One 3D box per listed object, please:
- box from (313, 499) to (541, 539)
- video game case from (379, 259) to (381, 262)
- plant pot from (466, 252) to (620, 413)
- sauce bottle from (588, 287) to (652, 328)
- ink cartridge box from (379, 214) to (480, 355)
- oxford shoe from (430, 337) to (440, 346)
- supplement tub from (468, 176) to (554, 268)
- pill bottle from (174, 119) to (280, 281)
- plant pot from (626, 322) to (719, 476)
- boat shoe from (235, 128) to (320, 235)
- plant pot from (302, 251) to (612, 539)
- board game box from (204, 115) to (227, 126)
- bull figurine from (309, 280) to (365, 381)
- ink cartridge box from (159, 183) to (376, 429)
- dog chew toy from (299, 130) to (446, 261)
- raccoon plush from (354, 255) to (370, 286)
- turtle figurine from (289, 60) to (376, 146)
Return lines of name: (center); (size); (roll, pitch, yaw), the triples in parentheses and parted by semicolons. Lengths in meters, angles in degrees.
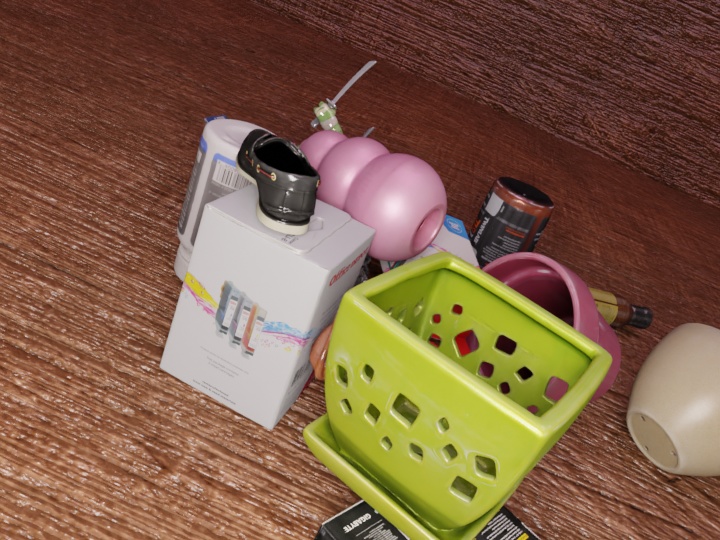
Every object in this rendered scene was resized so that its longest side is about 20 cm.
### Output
box: (0.072, 0.259, 0.658); (0.159, 0.050, 0.199); (40, 30, 27)
video game case: (0.065, -0.004, 1.092); (0.017, 0.144, 0.200); (-20, 22, 13)
plant pot: (0.244, 0.098, 0.976); (0.178, 0.201, 0.200); (24, 19, -40)
sauce bottle: (0.433, 0.070, 1.318); (0.198, 0.066, 0.066); (15, 26, -22)
ink cartridge box: (0.093, 0.009, 0.931); (0.115, 0.067, 0.201); (18, 39, -29)
oxford shoe: (0.088, 0.130, 0.902); (0.200, 0.072, 0.071); (38, 32, 25)
supplement tub: (0.224, -0.042, 1.195); (0.106, 0.201, 0.107); (19, 24, -9)
pill bottle: (-0.167, -0.077, 0.935); (0.113, 0.201, 0.114); (18, 26, -9)
plant pot: (0.433, 0.190, 0.973); (0.134, 0.201, 0.200); (-29, 47, -16)
boat shoe: (-0.085, -0.109, 0.768); (0.073, 0.064, 0.202); (7, 26, -20)
plant pot: (0.078, 0.121, 0.664); (0.198, 0.183, 0.199); (34, 27, 22)
board game box: (-0.183, -0.125, 1.091); (0.034, 0.136, 0.200); (-13, 38, -23)
bull figurine: (0.002, 0.084, 0.788); (0.065, 0.122, 0.200); (31, -4, 14)
ink cartridge box: (-0.097, 0.028, 0.788); (0.144, 0.201, 0.145); (27, 25, 10)
dog chew toy: (0.003, -0.099, 0.869); (0.199, 0.125, 0.124); (36, 28, 25)
raccoon plush: (0.000, 0.000, 0.951); (0.096, 0.135, 0.199); (33, -10, -37)
turtle figurine: (-0.060, -0.185, 1.106); (0.192, 0.202, 0.144); (-5, -5, -2)
